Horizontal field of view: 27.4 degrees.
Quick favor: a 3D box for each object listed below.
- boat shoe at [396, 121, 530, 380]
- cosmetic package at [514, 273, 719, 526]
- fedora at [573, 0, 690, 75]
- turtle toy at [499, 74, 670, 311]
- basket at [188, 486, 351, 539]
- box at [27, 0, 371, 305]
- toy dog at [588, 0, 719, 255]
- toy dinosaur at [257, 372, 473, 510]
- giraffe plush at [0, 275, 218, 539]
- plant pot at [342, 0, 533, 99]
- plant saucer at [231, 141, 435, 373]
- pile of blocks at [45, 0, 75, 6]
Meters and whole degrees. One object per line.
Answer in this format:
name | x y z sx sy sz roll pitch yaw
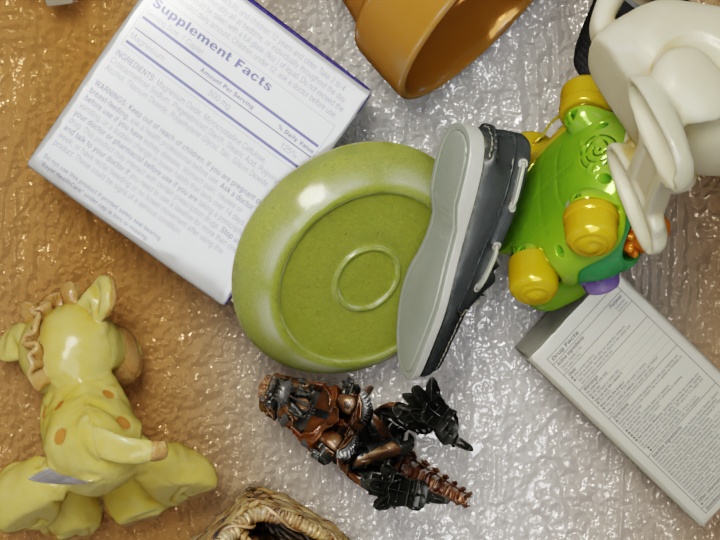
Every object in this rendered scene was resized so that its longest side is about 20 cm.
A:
boat shoe | 0.076 -0.009 1.087 0.060 0.076 0.202 5 117 -22
cosmetic package | 0.232 0.098 1.196 0.200 0.073 0.104 44 91 -6
fedora | 0.226 -0.163 1.120 0.199 0.201 0.092 32 107 -6
turtle toy | 0.163 -0.039 1.101 0.100 0.200 0.147 16 56 -20
basket | -0.050 0.279 1.156 0.143 0.149 0.200 -42 95 1
box | -0.122 -0.111 1.139 0.183 0.105 0.201 36 93 -7
toy dog | 0.260 -0.121 0.969 0.198 0.140 0.195 -16 59 -6
toy dinosaur | 0.015 0.133 1.170 0.198 0.135 0.104 10 84 -32
giraffe plush | -0.215 0.101 1.139 0.171 0.200 0.164 -15 67 1
plant pot | 0.039 -0.264 1.105 0.200 0.200 0.183 -44 81 1
plant saucer | 0.000 0.000 1.121 0.198 0.031 0.202 -12 124 -19
pile of blocks | -0.282 -0.265 1.120 0.198 0.062 0.082 23 130 -6
